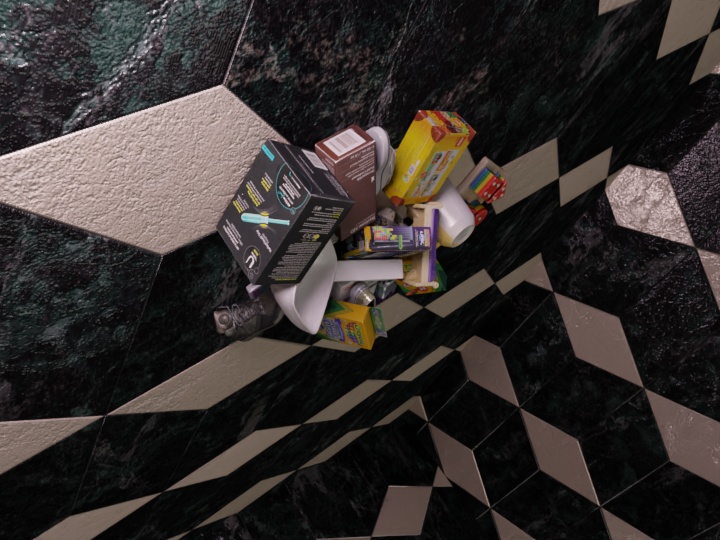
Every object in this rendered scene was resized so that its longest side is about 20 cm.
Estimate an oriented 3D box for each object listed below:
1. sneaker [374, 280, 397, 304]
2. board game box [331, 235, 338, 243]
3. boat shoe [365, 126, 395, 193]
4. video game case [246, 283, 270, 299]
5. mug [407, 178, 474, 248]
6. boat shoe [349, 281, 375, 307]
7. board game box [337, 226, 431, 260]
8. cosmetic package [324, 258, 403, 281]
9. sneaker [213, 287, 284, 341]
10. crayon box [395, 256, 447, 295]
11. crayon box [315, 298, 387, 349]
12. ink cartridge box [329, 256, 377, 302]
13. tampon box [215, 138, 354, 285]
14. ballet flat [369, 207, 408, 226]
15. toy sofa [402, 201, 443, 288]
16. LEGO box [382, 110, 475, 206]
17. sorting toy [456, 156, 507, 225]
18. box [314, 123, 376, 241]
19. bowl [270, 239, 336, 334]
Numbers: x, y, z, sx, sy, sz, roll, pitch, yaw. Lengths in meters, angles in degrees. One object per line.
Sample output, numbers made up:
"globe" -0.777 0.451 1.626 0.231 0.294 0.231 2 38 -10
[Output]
"sneaker" 0.086 0.026 1.536 0.199 0.073 0.090 -35 142 -57
"board game box" -0.070 -0.123 1.150 0.094 0.030 0.202 -23 153 -34
"boat shoe" 0.043 -0.229 1.086 0.065 0.072 0.202 -36 157 -18
"video game case" -0.180 0.043 1.279 0.180 0.024 0.201 -33 156 -16
"mug" 0.220 -0.134 1.419 0.147 0.154 0.188 -20 150 -40
"boat shoe" 0.008 0.101 1.404 0.071 0.062 0.201 -34 157 -12
"board game box" 0.050 -0.062 1.221 0.161 0.059 0.199 -3 177 -21
"cosmetic package" 0.000 0.000 1.284 0.194 0.052 0.082 -2 179 -16
"sneaker" -0.249 0.098 1.164 0.198 0.078 0.113 -34 157 31
"crayon box" 0.143 -0.008 1.418 0.124 0.052 0.200 -8 143 29
"crayon box" -0.036 0.139 1.370 0.127 0.195 0.052 75 31 -47
"ink cartridge box" -0.032 0.041 1.425 0.143 0.084 0.202 -28 155 -26
"tampon box" -0.136 -0.098 0.937 0.125 0.151 0.201 -1 136 -54
"ballet flat" 0.070 -0.123 1.339 0.072 0.072 0.199 -45 157 14
"toy sofa" 0.163 -0.064 1.281 0.095 0.083 0.207 -1 98 -21
"LEGO box" 0.149 -0.253 1.195 0.147 0.078 0.202 -15 146 -46
"sorting toy" 0.360 -0.222 1.584 0.201 0.070 0.197 -50 155 20
"box" -0.026 -0.169 1.037 0.099 0.075 0.203 -32 146 -23
"bowl" -0.121 0.014 1.116 0.201 0.073 0.204 66 36 -60
